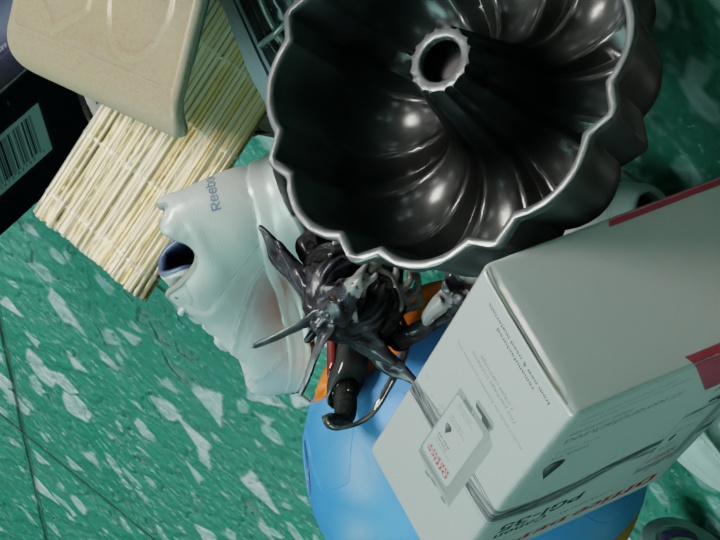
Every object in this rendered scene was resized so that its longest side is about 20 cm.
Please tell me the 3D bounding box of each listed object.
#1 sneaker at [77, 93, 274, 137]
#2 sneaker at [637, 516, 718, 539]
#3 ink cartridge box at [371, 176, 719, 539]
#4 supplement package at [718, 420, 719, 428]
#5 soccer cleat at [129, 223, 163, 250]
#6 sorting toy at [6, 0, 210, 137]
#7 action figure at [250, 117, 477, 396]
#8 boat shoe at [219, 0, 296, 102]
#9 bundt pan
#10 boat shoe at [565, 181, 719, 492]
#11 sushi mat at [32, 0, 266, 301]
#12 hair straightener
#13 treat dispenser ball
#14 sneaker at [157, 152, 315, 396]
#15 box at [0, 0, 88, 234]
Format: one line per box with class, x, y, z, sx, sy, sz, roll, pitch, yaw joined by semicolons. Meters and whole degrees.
sneaker;-0.090;-0.087;1.345;0.200;0.115;0.076;20;145;38
sneaker;0.198;0.230;1.427;0.099;0.075;0.201;17;143;43
ink cartridge box;0.107;0.053;1.078;0.083;0.146;0.200;60;153;18
supplement package;0.283;0.074;1.020;0.110;0.114;0.200;55;152;-14
soccer cleat;-0.071;-0.001;1.379;0.069;0.200;0.078;32;108;33
sorting toy;-0.122;-0.188;1.219;0.185;0.036;0.201;26;109;49
action figure;0.028;-0.025;1.159;0.119;0.200;0.102;41;155;8
boat shoe;-0.027;-0.146;1.220;0.068;0.073;0.200;-21;96;56
bundt pan;0.056;-0.085;1.058;0.201;0.203;0.076;23;176;39
boat shoe;0.178;0.040;1.180;0.200;0.071;0.069;54;155;-14
sushi mat;-0.104;-0.091;1.292;0.096;0.201;0.012;35;-175;25
hair straightener;0.000;0.000;1.233;0.041;0.201;0.077;23;138;-21
treat dispenser ball;0.067;0.104;1.292;0.200;0.201;0.201;35;153;21
sneaker;-0.070;0.005;1.281;0.201;0.087;0.075;85;174;-51
box;-0.310;-0.119;1.537;0.198;0.200;0.124;31;152;27
